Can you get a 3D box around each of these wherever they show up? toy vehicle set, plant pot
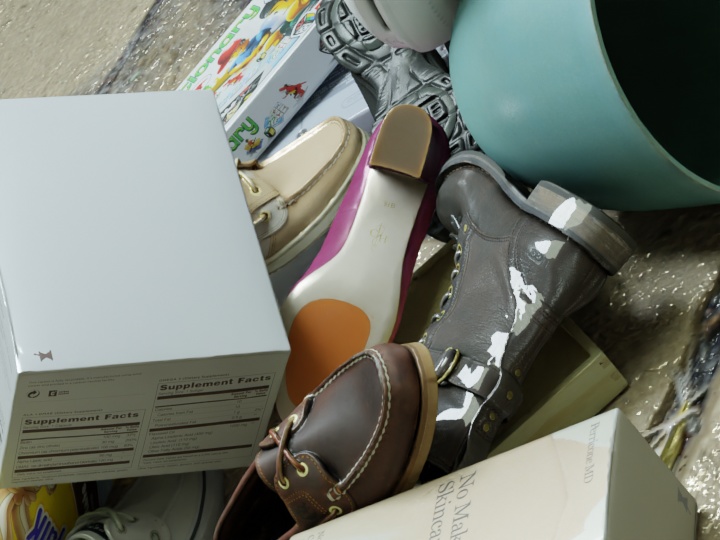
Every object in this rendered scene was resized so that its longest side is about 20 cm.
[{"bbox_3d":[0.058,0.055,1.401,0.124,0.027,0.200,-41,29,1],"label":"toy vehicle set"},{"bbox_3d":[0.145,-0.122,1.377,0.161,0.201,0.201,-16,37,51],"label":"plant pot"}]

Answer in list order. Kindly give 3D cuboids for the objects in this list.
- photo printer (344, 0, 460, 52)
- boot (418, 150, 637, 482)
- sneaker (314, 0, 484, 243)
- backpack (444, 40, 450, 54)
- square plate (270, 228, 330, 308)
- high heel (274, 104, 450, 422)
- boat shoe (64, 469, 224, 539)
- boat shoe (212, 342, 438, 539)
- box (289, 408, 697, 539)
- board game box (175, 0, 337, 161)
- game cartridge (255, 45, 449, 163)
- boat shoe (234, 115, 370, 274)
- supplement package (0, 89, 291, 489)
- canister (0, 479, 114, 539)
[{"bbox_3d":[0.037,-0.234,1.416,0.069,0.167,0.201,12,67,21],"label":"photo printer"},{"bbox_3d":[0.050,0.029,1.355,0.174,0.069,0.200,-54,23,-6],"label":"boot"},{"bbox_3d":[0.041,-0.097,1.573,0.076,0.091,0.201,-27,58,13],"label":"sneaker"},{"bbox_3d":[0.133,-0.203,1.547,0.199,0.154,0.163,-24,-10,6],"label":"backpack"},{"bbox_3d":[-0.077,0.016,1.619,0.200,0.028,0.199,-8,44,46],"label":"square plate"},{"bbox_3d":[0.000,0.000,1.461,0.096,0.067,0.201,50,-124,-82],"label":"high heel"},{"bbox_3d":[-0.137,0.168,1.444,0.073,0.067,0.200,-18,36,35],"label":"boat shoe"},{"bbox_3d":[-0.021,0.105,1.292,0.200,0.070,0.071,118,148,-47],"label":"boat shoe"},{"bbox_3d":[0.059,0.152,1.214,0.199,0.078,0.095,-25,32,27],"label":"box"},{"bbox_3d":[-0.090,-0.113,1.736,0.200,0.035,0.126,-50,26,-6],"label":"board game box"},{"bbox_3d":[0.016,-0.136,1.708,0.200,0.041,0.134,-30,27,20],"label":"game cartridge"},{"bbox_3d":[-0.080,-0.033,1.588,0.200,0.069,0.074,-42,29,-1],"label":"boat shoe"},{"bbox_3d":[-0.144,0.007,1.445,0.111,0.155,0.201,108,151,-49],"label":"supplement package"},{"bbox_3d":[-0.209,0.142,1.488,0.086,0.149,0.200,7,44,13],"label":"canister"}]
